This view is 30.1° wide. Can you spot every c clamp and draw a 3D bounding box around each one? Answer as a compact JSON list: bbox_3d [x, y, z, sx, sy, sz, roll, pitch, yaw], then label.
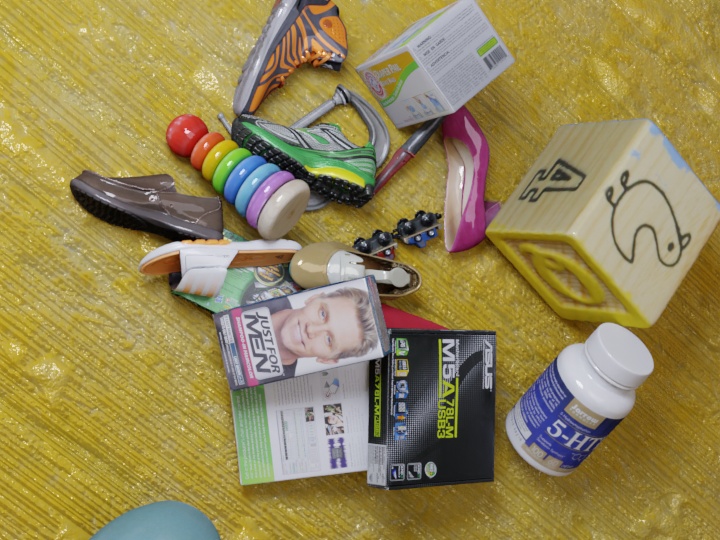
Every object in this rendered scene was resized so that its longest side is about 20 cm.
[{"bbox_3d":[-0.061,-0.173,1.743,0.199,0.027,0.172,-31,100,-18],"label":"c clamp"}]

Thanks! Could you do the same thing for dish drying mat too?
[{"bbox_3d":[0.059,0.089,1.762,0.199,0.018,0.077,20,52,-27],"label":"dish drying mat"}]

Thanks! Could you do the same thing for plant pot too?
[{"bbox_3d":[-0.239,0.357,1.605,0.200,0.200,0.135,43,39,-15],"label":"plant pot"}]

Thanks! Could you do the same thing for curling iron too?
[{"bbox_3d":[0.056,-0.154,1.761,0.200,0.050,0.026,-42,72,-2],"label":"curling iron"}]

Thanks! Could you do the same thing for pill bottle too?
[{"bbox_3d":[0.293,0.168,1.774,0.119,0.120,0.200,23,125,-19],"label":"pill bottle"}]

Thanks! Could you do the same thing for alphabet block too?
[{"bbox_3d":[0.324,-0.063,1.780,0.195,0.196,0.200,44,71,-23],"label":"alphabet block"}]

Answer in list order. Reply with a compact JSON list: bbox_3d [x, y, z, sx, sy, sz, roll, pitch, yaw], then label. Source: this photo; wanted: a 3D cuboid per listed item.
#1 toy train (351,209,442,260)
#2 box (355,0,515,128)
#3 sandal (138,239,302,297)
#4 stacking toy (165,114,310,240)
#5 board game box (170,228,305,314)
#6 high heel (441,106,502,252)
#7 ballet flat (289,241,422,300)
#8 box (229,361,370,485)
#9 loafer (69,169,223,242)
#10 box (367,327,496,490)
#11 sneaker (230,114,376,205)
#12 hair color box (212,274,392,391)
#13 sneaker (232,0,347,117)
[{"bbox_3d":[0.023,-0.027,1.769,0.199,0.034,0.046,-25,109,-16],"label":"toy train"},{"bbox_3d":[0.091,-0.262,1.709,0.112,0.200,0.102,-40,102,-14],"label":"box"},{"bbox_3d":[-0.167,0.000,1.641,0.205,0.079,0.060,-4,71,-15],"label":"sandal"},{"bbox_3d":[-0.159,-0.127,1.648,0.200,0.085,0.085,39,75,16],"label":"stacking toy"},{"bbox_3d":[-0.130,0.025,1.702,0.199,0.023,0.105,27,81,-9],"label":"board game box"},{"bbox_3d":[0.126,-0.127,1.794,0.096,0.067,0.201,-29,113,-29],"label":"high heel"},{"bbox_3d":[0.000,0.000,1.697,0.199,0.063,0.069,5,87,-44],"label":"ballet flat"},{"bbox_3d":[-0.063,0.189,1.703,0.198,0.036,0.146,-6,94,-3],"label":"box"},{"bbox_3d":[-0.259,-0.086,1.648,0.199,0.073,0.071,20,72,-17],"label":"loafer"},{"bbox_3d":[0.094,0.175,1.711,0.192,0.047,0.202,4,86,-38],"label":"box"},{"bbox_3d":[-0.072,-0.153,1.701,0.199,0.078,0.086,21,64,-19],"label":"sneaker"},{"bbox_3d":[-0.071,0.076,1.630,0.199,0.061,0.101,-14,90,12],"label":"hair color box"},{"bbox_3d":[-0.081,-0.267,1.710,0.112,0.078,0.201,29,80,-17],"label":"sneaker"}]
